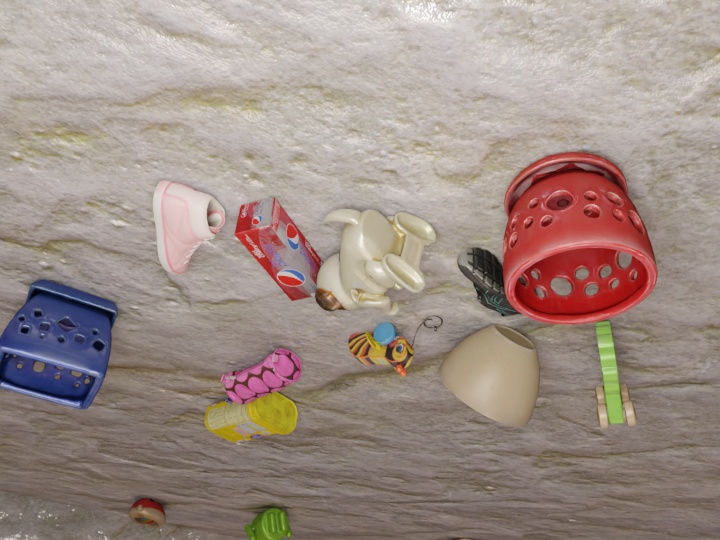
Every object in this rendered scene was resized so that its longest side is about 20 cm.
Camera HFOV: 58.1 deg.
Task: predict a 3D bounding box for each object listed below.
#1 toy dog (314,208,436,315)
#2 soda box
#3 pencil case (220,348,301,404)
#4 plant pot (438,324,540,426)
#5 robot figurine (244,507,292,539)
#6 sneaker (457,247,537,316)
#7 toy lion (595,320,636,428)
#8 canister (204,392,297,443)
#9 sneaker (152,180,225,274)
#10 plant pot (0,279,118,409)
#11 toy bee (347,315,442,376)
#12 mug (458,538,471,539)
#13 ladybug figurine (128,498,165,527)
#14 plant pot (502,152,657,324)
[{"bbox_3d":[0.000,0.000,1.064,0.192,0.141,0.200,22,143,-20],"label":"toy dog"},{"bbox_3d":[-0.130,-0.032,1.098,0.069,0.064,0.201,-11,140,20],"label":"soda box"},{"bbox_3d":[-0.225,0.239,1.463,0.199,0.091,0.094,-30,118,35],"label":"pencil case"},{"bbox_3d":[0.269,0.185,1.263,0.198,0.201,0.136,20,106,-19],"label":"plant pot"},{"bbox_3d":[-0.342,0.960,2.425,0.174,0.117,0.200,3,149,-33],"label":"robot figurine"},{"bbox_3d":[0.227,0.032,1.128,0.199,0.076,0.079,32,138,-31],"label":"sneaker"},{"bbox_3d":[0.479,0.191,1.249,0.068,0.194,0.200,-9,-178,19],"label":"toy lion"},{"bbox_3d":[-0.281,0.371,1.646,0.198,0.087,0.148,-21,136,34],"label":"canister"},{"bbox_3d":[-0.276,-0.057,1.071,0.103,0.076,0.201,11,140,1],"label":"sneaker"},{"bbox_3d":[-0.601,0.143,1.298,0.198,0.182,0.200,21,141,-20],"label":"plant pot"},{"bbox_3d":[0.059,0.159,1.295,0.130,0.110,0.199,30,138,-27],"label":"toy bee"},{"bbox_3d":[0.409,1.144,2.591,0.148,0.188,0.154,-28,154,-10],"label":"mug"},{"bbox_3d":[-0.809,0.921,2.471,0.134,0.073,0.201,5,144,2],"label":"ladybug figurine"},{"bbox_3d":[0.300,-0.048,0.918,0.197,0.184,0.202,4,143,3],"label":"plant pot"}]
